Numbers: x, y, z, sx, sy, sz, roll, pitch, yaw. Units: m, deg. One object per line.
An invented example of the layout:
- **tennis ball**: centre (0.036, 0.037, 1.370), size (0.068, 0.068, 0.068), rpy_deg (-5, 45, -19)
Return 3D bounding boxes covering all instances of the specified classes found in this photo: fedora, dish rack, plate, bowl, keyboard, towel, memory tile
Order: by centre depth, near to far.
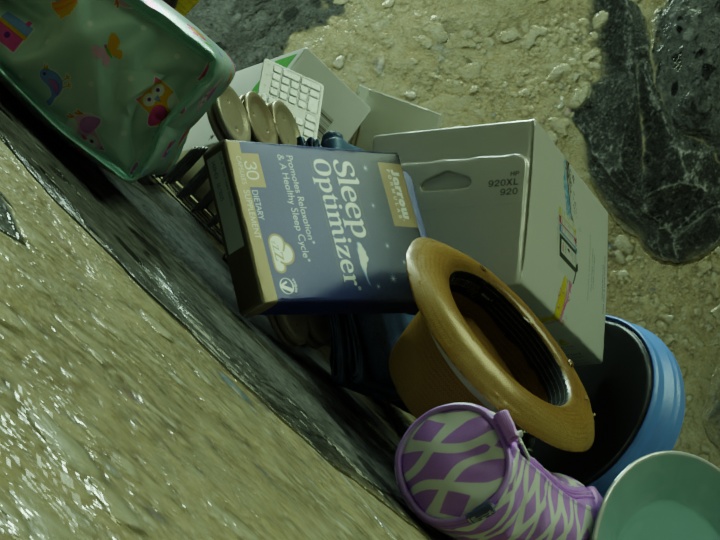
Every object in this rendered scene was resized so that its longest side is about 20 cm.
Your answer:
- **plate**: centre (0.221, 0.225, 1.272), size (0.200, 0.201, 0.026), rpy_deg (43, -37, -20)
- **fedora**: centre (0.077, 0.068, 1.276), size (0.200, 0.082, 0.201), rpy_deg (42, 18, -17)
- **memory tile**: centre (-0.058, -0.037, 1.373), size (0.153, 0.017, 0.201), rpy_deg (3, 69, -70)
- **towel**: centre (0.000, 0.000, 1.398), size (0.112, 0.048, 0.201), rpy_deg (28, 46, -63)
- **keyboard**: centre (-0.064, -0.086, 1.462), size (0.056, 0.011, 0.201), rpy_deg (19, 50, -15)
- **dish rack**: centre (-0.117, -0.058, 1.504), size (0.200, 0.055, 0.153), rpy_deg (44, 2, -2)
- **bowl**: centre (0.181, 0.126, 1.577), size (0.039, 0.201, 0.201), rpy_deg (41, 4, -36)

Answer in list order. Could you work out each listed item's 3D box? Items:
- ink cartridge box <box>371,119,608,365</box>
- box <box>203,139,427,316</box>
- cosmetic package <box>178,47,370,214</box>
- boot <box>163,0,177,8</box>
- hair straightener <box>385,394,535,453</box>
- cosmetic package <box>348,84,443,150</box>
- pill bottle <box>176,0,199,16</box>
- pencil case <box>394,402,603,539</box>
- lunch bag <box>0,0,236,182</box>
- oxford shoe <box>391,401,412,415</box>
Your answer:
- **ink cartridge box**: centre (0.106, -0.015, 1.534), size (0.147, 0.145, 0.200), rpy_deg (-5, -23, 25)
- **box**: centre (-0.014, -0.028, 1.317), size (0.199, 0.032, 0.122), rpy_deg (1, 67, -44)
- **cosmetic package**: centre (-0.089, -0.118, 1.621), size (0.085, 0.108, 0.200), rpy_deg (42, -21, -20)
- **boot**: centre (-0.206, -0.218, 1.385), size (0.186, 0.064, 0.200), rpy_deg (36, -32, 15)
- **hair straightener**: centre (0.099, 0.146, 1.406), size (0.200, 0.077, 0.041), rpy_deg (39, -20, -20)
- **cosmetic package**: centre (0.003, -0.058, 1.640), size (0.073, 0.201, 0.104), rpy_deg (18, 5, -7)
- **pill bottle**: centre (-0.200, -0.247, 1.584), size (0.112, 0.200, 0.112), rpy_deg (44, 3, -3)
- **pencil case**: centre (0.092, 0.143, 1.187), size (0.084, 0.085, 0.200), rpy_deg (54, 6, 29)
- **lunch bag**: centre (-0.190, -0.157, 1.229), size (0.200, 0.122, 0.170), rpy_deg (37, 4, -1)
- **oxford shoe**: centre (0.078, 0.080, 1.485), size (0.070, 0.075, 0.200), rpy_deg (36, -21, -28)
